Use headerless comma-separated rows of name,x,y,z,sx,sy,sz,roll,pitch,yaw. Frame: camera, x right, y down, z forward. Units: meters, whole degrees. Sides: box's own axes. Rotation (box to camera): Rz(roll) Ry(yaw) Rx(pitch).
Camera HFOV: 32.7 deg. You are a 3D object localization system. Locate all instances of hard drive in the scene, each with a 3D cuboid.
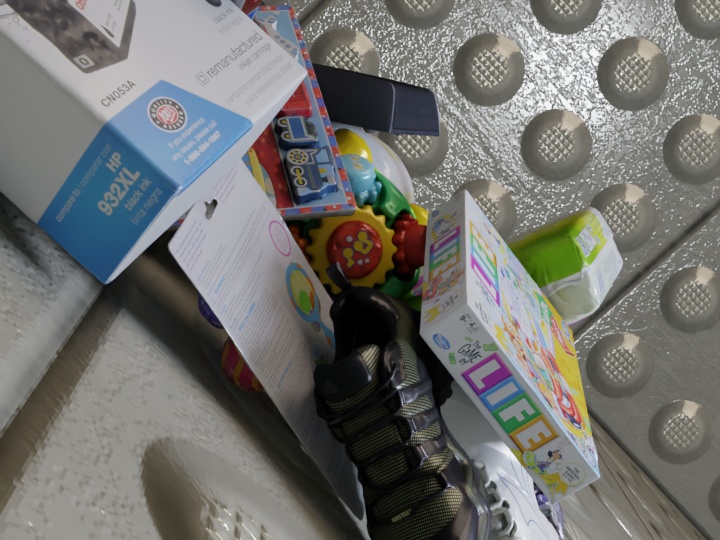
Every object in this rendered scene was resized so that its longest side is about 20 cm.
hard drive,-0.045,-0.140,0.947,0.199,0.043,0.135,14,9,20

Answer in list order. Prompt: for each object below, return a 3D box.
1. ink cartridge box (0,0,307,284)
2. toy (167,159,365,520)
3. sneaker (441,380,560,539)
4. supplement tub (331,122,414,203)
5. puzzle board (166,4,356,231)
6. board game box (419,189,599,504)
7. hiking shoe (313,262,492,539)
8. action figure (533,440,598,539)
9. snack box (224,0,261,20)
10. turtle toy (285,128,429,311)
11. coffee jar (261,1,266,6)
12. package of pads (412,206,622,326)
ink cartridge box,-0.148,-0.116,0.616,0.200,0.084,0.145,42,40,-4
toy,-0.052,0.042,0.718,0.200,0.047,0.115,55,27,-21
sneaker,0.085,0.152,0.772,0.200,0.074,0.087,62,11,-17
supplement tub,-0.030,-0.055,1.048,0.145,0.145,0.200,48,7,2
puzzle board,-0.097,-0.111,0.829,0.017,0.150,0.201,105,-26,-50
board game box,0.092,0.040,0.779,0.135,0.034,0.200,51,17,-15
hiking shoe,0.010,0.092,0.675,0.101,0.076,0.201,34,33,-38
action figure,0.107,0.143,0.889,0.200,0.130,0.070,64,24,-62
snack box,-0.101,-0.152,0.714,0.072,0.024,0.200,48,-26,0
turtle toy,0.000,0.000,0.864,0.200,0.146,0.101,46,-9,-14
coffee jar,-0.148,-0.236,1.071,0.104,0.085,0.200,52,8,17
package of pads,0.103,0.023,0.975,0.068,0.199,0.154,65,22,-3
